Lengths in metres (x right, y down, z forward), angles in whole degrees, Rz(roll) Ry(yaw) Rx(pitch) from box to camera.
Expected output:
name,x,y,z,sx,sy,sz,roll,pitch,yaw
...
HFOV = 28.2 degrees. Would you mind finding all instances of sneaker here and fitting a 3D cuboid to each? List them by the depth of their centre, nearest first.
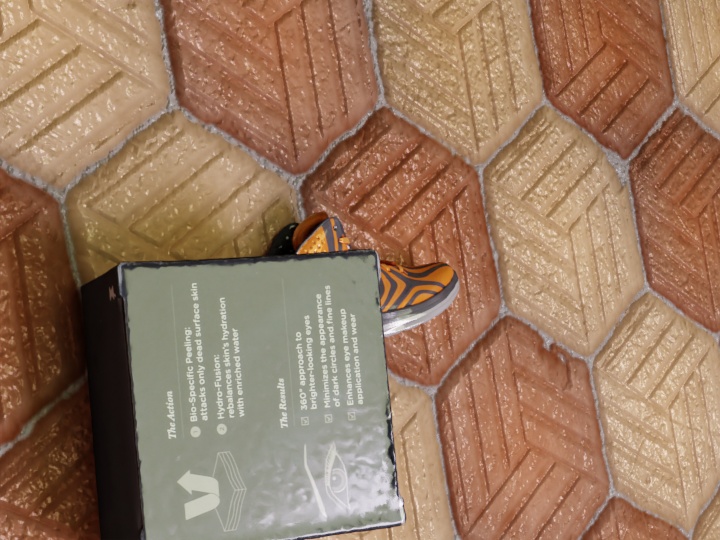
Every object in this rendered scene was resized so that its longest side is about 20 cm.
name,x,y,z,sx,sy,sz,roll,pitch,yaw
sneaker,0.000,0.000,1.182,0.199,0.077,0.114,-23,99,-42

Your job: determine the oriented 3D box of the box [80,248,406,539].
name,x,y,z,sx,sy,sz,roll,pitch,yaw
box,-0.087,0.094,1.029,0.197,0.117,0.200,-3,84,-25
